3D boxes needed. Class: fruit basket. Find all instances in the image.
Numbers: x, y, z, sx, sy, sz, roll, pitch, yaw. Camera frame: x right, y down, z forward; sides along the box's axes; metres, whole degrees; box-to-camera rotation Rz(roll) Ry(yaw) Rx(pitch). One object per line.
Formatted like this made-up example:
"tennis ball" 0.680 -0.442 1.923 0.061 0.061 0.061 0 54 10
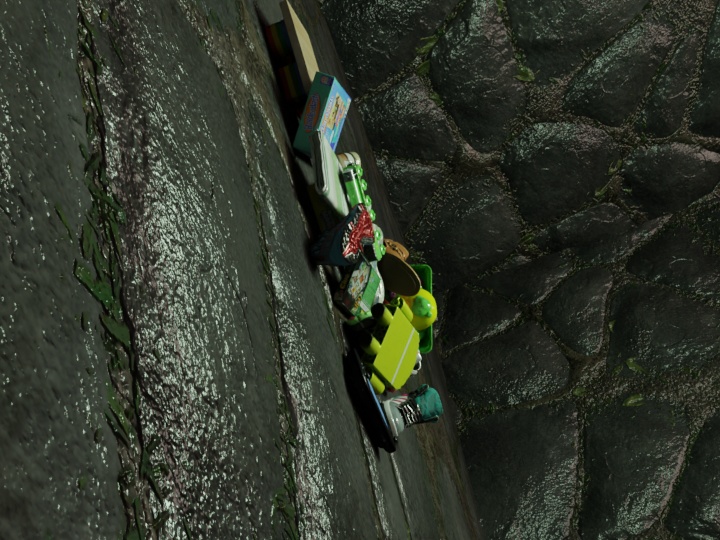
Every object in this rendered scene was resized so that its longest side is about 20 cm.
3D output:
"fruit basket" 0.110 0.090 1.838 0.215 0.151 0.222 0 90 -77

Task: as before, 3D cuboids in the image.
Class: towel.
"towel" -0.050 -0.155 1.532 0.201 0.030 0.153 58 22 -55

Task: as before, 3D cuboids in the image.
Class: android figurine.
"android figurine" 0.058 0.149 1.529 0.200 0.040 0.186 50 58 -52

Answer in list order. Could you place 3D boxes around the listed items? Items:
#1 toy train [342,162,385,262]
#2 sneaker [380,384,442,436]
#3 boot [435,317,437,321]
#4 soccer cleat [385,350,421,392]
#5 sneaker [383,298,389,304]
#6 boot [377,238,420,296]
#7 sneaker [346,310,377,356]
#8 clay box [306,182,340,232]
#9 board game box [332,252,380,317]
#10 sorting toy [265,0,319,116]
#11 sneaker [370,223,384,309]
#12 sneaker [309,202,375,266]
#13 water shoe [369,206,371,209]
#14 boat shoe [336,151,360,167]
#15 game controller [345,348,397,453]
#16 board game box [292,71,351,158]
"toy train" 0.003 -0.112 1.567 0.056 0.041 0.205 -38 113 -65
"sneaker" 0.113 0.296 1.667 0.200 0.118 0.086 -10 82 -83
"boot" 0.100 0.071 1.987 0.073 0.147 0.204 -86 156 -72
"soccer cleat" 0.089 0.216 1.726 0.201 0.083 0.070 92 -17 -67
"sneaker" 0.043 0.108 1.767 0.116 0.076 0.204 60 15 -53
"boot" 0.078 -0.020 1.790 0.198 0.075 0.154 36 21 19
"sneaker" 0.027 0.138 1.566 0.201 0.075 0.085 58 12 -60
"clay box" -0.062 -0.125 1.614 0.200 0.046 0.118 -45 117 -80
"board game box" -0.004 0.036 1.560 0.200 0.023 0.107 54 54 -69
"sorting toy" -0.137 -0.437 1.697 0.200 0.068 0.204 26 47 -80
"sneaker" 0.000 0.000 1.690 0.086 0.076 0.206 2 85 -62
"sneaker" -0.037 -0.065 1.442 0.200 0.093 0.081 -48 123 -64
"water shoe" -0.016 -0.126 1.907 0.201 0.077 0.073 -96 -154 -70
"boat shoe" -0.040 -0.164 1.800 0.067 0.074 0.206 -12 104 -40
"game controller" 0.021 0.234 1.422 0.105 0.041 0.203 -97 168 -55
"board game box" -0.076 -0.307 1.628 0.200 0.044 0.156 1 108 -82
